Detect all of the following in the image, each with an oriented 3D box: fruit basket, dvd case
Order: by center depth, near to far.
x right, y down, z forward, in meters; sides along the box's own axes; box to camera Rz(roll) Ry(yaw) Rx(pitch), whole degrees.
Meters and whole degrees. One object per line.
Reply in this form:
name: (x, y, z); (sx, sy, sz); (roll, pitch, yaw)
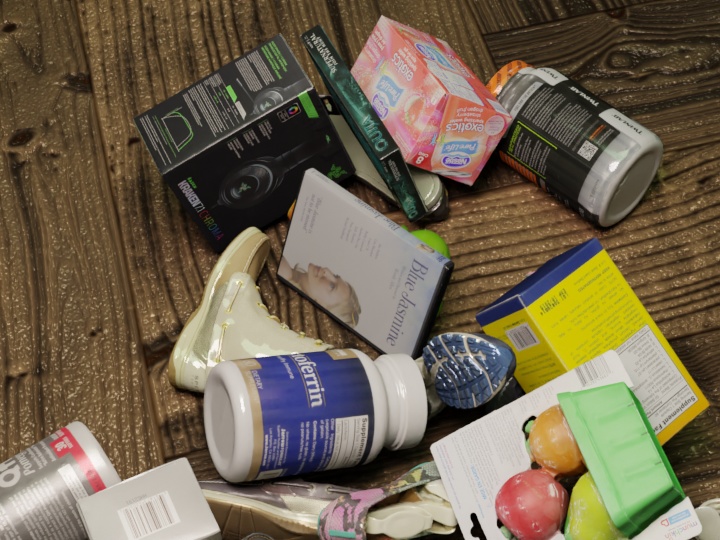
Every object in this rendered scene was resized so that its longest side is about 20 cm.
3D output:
fruit basket: (0.181, 0.195, 1.225); (0.200, 0.094, 0.186); (-33, 59, 17)
dvd case: (0.000, 0.000, 1.444); (0.200, 0.143, 0.018); (35, 36, 24)

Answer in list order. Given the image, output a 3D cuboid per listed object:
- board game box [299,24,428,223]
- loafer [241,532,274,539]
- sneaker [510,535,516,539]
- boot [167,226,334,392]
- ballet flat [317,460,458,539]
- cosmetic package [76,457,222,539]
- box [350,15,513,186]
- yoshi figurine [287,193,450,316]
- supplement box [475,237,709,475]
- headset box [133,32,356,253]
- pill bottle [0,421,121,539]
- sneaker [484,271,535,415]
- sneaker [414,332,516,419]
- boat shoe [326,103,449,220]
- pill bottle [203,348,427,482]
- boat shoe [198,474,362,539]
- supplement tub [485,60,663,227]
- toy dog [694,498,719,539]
board game box: (0.005, -0.160, 1.492); (0.028, 0.135, 0.200); (-30, 57, 0)
loafer: (-0.058, 0.318, 1.236); (0.073, 0.072, 0.200); (-9, 54, -33)
sneaker: (0.065, 0.280, 1.270); (0.115, 0.076, 0.200); (39, 65, 24)
boot: (-0.096, 0.057, 1.443); (0.154, 0.072, 0.201); (17, 61, 14)
ballet flat: (0.046, 0.225, 1.269); (0.071, 0.070, 0.199); (6, 9, 41)
cosmetic package: (-0.176, 0.265, 1.211); (0.106, 0.200, 0.090); (-21, 57, -17)
box: (0.074, -0.196, 1.562); (0.102, 0.095, 0.200); (16, 26, -33)
yoshi figurine: (0.024, -0.031, 1.487); (0.200, 0.112, 0.112); (40, 57, 23)
supplement box: (0.225, 0.088, 1.338); (0.109, 0.109, 0.200); (-34, 90, -22)
headset box: (-0.117, -0.139, 1.497); (0.199, 0.174, 0.093); (-30, 58, -2)
pill bottle: (-0.325, 0.238, 1.288); (0.199, 0.111, 0.111); (-30, 58, -20)
sneaker: (0.171, 0.081, 1.435); (0.082, 0.070, 0.200); (10, 53, 41)
sneaker: (0.104, 0.092, 1.347); (0.085, 0.200, 0.077); (-24, 88, -27)
boat shoe: (0.024, -0.124, 1.585); (0.072, 0.061, 0.201); (-47, 59, 0)
pill bottle: (-0.043, 0.136, 1.321); (0.199, 0.116, 0.116); (-4, 51, -24)
boat shoe: (-0.070, 0.229, 1.318); (0.199, 0.072, 0.065); (9, 49, 3)
supplement tub: (0.234, -0.150, 1.559); (0.122, 0.123, 0.200); (-39, 62, -24)
toy dog: (0.293, 0.266, 1.262); (0.199, 0.097, 0.132); (-11, 54, -7)
